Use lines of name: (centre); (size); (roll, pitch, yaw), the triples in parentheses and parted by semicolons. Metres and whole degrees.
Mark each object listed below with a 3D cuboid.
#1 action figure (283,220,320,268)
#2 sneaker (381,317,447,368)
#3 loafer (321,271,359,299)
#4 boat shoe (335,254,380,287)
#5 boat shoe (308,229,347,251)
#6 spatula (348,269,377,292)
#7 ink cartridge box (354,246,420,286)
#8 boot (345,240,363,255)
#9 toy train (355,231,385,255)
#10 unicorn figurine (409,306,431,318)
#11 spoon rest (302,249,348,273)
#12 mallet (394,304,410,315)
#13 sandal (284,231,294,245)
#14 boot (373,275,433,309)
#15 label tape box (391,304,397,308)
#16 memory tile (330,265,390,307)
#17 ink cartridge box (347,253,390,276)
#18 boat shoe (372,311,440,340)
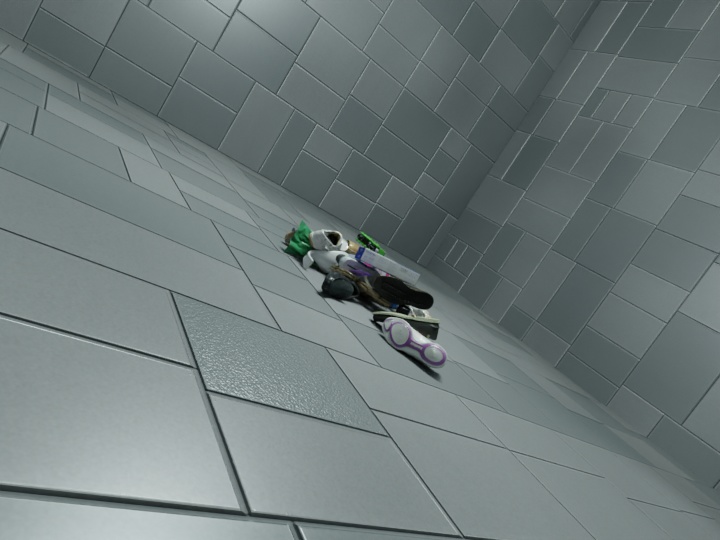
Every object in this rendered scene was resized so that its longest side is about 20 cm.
action figure: (-0.155, -0.064, 1.758); (0.200, 0.118, 0.055); (37, -8, -33)
sneaker: (0.140, 0.202, 1.421); (0.200, 0.075, 0.100); (35, -11, 20)
loafer: (-0.053, 0.047, 1.530); (0.070, 0.068, 0.201); (27, 2, 18)
boat shoe: (0.000, 0.000, 1.730); (0.200, 0.072, 0.071); (39, 7, -38)
boat shoe: (-0.087, -0.095, 1.741); (0.200, 0.069, 0.071); (8, 61, -61)
spatula: (0.027, 0.042, 1.659); (0.056, 0.021, 0.200); (0, -31, 33)
ink cartridge box: (0.085, -0.015, 1.710); (0.200, 0.044, 0.094); (26, 0, -14)
boot: (0.022, -0.048, 1.931); (0.200, 0.066, 0.175); (27, -4, -15)
toy train: (0.035, -0.090, 1.893); (0.056, 0.042, 0.200); (37, 4, -25)
unicorn figurine: (0.175, 0.122, 1.829); (0.200, 0.074, 0.138); (48, 23, -38)
spoon rest: (-0.113, -0.031, 1.718); (0.200, 0.099, 0.061); (8, 43, -55)
mallet: (0.124, 0.174, 1.600); (0.041, 0.066, 0.200); (22, 25, -8)
sandal: (-0.175, -0.090, 1.879); (0.211, 0.078, 0.070); (18, -4, -28)
boot: (0.120, 0.065, 1.702); (0.200, 0.078, 0.138); (26, 4, -15)
label tape box: (0.068, 0.057, 1.948); (0.200, 0.066, 0.143); (38, 9, 26)
memory tile: (-0.002, 0.051, 1.683); (0.200, 0.017, 0.153); (38, -9, -26)
ink cartridge box: (-0.007, -0.013, 1.852); (0.200, 0.042, 0.119); (11, -21, 33)
boat shoe: (0.122, 0.152, 1.491); (0.201, 0.063, 0.074); (9, -1, 25)
